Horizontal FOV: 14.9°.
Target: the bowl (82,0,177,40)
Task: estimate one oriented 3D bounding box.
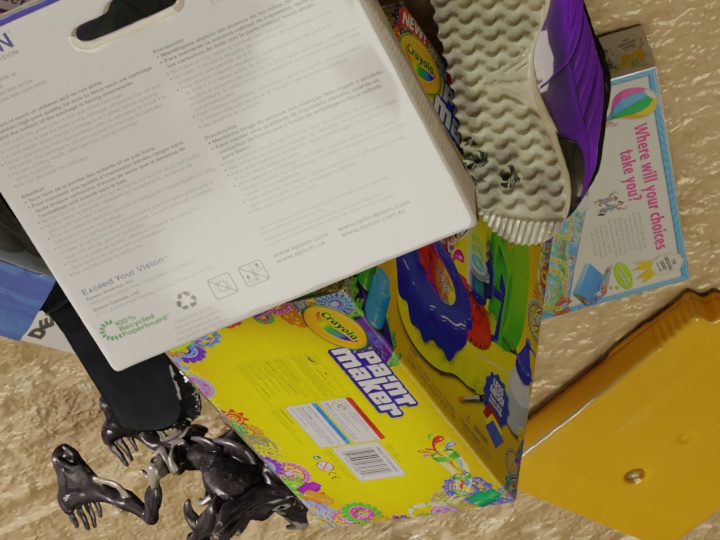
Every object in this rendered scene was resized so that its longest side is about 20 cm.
[{"bbox_3d":[-0.066,-0.129,1.379,0.200,0.200,0.108,-49,170,36],"label":"bowl"}]

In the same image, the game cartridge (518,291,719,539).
[{"bbox_3d":[0.212,0.099,1.825,0.176,0.032,0.200,25,125,-38],"label":"game cartridge"}]

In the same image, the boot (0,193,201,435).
[{"bbox_3d":[-0.163,0.029,1.494,0.200,0.076,0.168,-22,124,13],"label":"boot"}]

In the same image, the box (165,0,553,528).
[{"bbox_3d":[0.000,0.000,1.475,0.122,0.193,0.200,-11,140,27],"label":"box"}]

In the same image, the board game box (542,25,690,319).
[{"bbox_3d":[0.116,-0.048,1.610,0.134,0.034,0.200,-15,141,2],"label":"board game box"}]

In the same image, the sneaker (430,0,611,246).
[{"bbox_3d":[0.093,-0.123,1.472,0.070,0.100,0.200,6,112,29],"label":"sneaker"}]

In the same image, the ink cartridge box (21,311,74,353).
[{"bbox_3d":[-0.136,-0.002,1.570,0.200,0.059,0.104,18,132,-33],"label":"ink cartridge box"}]

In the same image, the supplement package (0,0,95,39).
[{"bbox_3d":[-0.190,-0.150,1.287,0.109,0.114,0.200,15,135,-32],"label":"supplement package"}]

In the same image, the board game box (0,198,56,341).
[{"bbox_3d":[-0.272,-0.054,1.358,0.199,0.200,0.043,22,106,-35],"label":"board game box"}]

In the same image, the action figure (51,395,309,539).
[{"bbox_3d":[-0.084,0.127,1.647,0.200,0.119,0.102,8,147,40],"label":"action figure"}]

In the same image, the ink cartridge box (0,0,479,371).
[{"bbox_3d":[-0.073,-0.069,1.278,0.199,0.041,0.200,-21,122,12],"label":"ink cartridge box"}]
